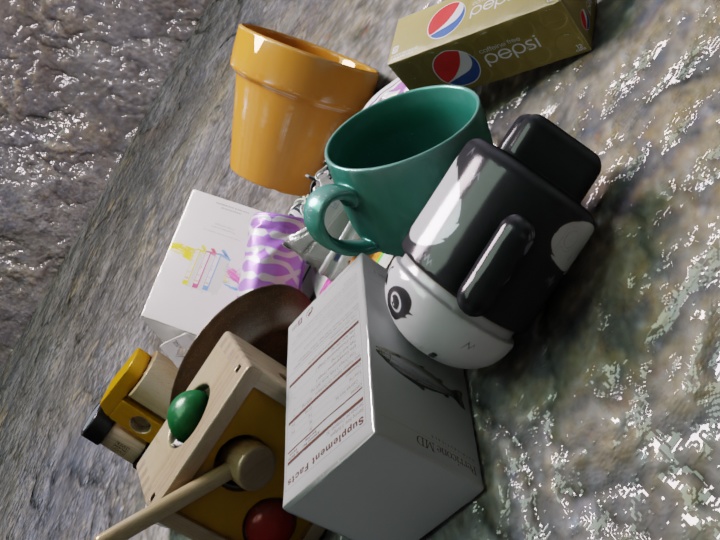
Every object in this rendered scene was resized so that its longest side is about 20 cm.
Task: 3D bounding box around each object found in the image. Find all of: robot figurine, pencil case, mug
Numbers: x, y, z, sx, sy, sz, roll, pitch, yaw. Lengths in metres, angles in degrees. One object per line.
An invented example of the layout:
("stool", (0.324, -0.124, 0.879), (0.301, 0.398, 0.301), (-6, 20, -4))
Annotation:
("robot figurine", (0.101, -0.022, 0.721), (0.124, 0.149, 0.202), (40, 101, 34))
("pencil case", (-0.101, 0.035, 1.057), (0.084, 0.083, 0.205), (40, -124, -76))
("mug", (0.040, -0.080, 0.859), (0.181, 0.116, 0.153), (-19, 31, 7))

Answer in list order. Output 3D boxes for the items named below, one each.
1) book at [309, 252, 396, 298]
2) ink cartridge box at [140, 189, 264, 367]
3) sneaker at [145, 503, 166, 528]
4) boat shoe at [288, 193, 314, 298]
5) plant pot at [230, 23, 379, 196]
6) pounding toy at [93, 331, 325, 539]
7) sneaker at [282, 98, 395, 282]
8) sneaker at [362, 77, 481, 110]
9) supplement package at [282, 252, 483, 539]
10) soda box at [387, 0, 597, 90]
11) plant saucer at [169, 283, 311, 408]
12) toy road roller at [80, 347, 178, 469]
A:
("book", (0.000, 0.000, 0.994), (0.135, 0.047, 0.201), (-55, 24, 17))
("ink cartridge box", (-0.183, 0.027, 1.173), (0.129, 0.123, 0.204), (80, -153, -71))
("sneaker", (-0.223, 0.248, 1.107), (0.200, 0.098, 0.076), (-41, 34, 41))
("boat shoe", (-0.057, -0.060, 1.137), (0.073, 0.066, 0.204), (-5, 60, 60))
("plant pot", (-0.094, -0.209, 1.239), (0.200, 0.196, 0.187), (-128, 54, -63))
("pounding toy", (-0.113, 0.179, 0.827), (0.186, 0.199, 0.142), (-55, 25, 0))
("sneaker", (-0.015, -0.095, 0.957), (0.075, 0.081, 0.203), (134, 160, -77))
("sneaker", (0.057, -0.161, 1.018), (0.201, 0.072, 0.115), (-48, 31, 28))
("supplement package", (0.013, 0.109, 0.769), (0.117, 0.116, 0.202), (-43, 31, 29))
("soda box", (0.126, -0.231, 0.894), (0.197, 0.068, 0.065), (-12, 52, 38))
("plant saucer", (-0.106, 0.113, 0.947), (0.036, 0.199, 0.203), (30, 92, 34))
("toy road roller", (-0.294, 0.175, 1.301), (0.200, 0.122, 0.147), (-46, 18, 32))
